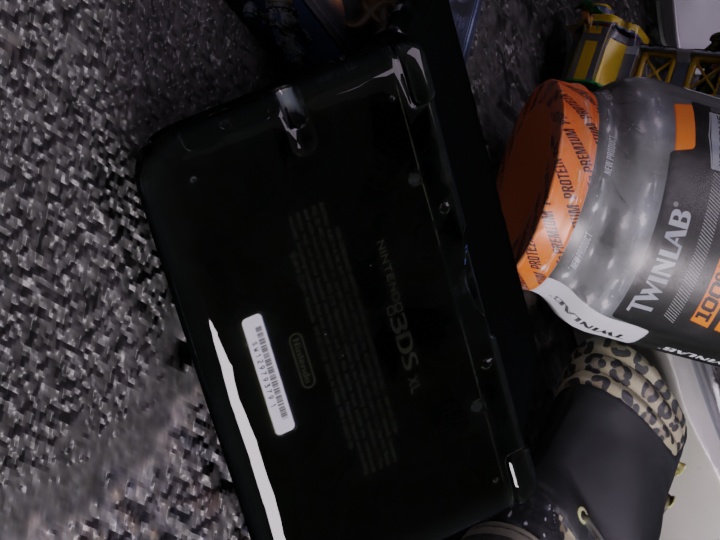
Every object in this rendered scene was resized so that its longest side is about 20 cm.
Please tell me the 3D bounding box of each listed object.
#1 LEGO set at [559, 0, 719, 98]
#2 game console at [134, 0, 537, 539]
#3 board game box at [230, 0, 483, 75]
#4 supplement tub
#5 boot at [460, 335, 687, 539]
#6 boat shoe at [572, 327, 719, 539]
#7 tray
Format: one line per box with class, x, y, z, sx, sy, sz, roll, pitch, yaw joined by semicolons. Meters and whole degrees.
LEGO set;0.203;-0.109;1.103;0.200;0.153;0.117;35;69;-43
game console;0.000;0.000;0.850;0.175;0.116;0.202;-23;112;-16
board game box;-0.013;-0.153;0.883;0.200;0.034;0.136;49;45;-41
supplement tub;0.168;-0.018;0.985;0.198;0.123;0.124;14;66;-12
boot;0.128;0.149;0.999;0.204;0.073;0.154;57;45;-29
boat shoe;0.162;0.084;1.086;0.068;0.072;0.202;-26;96;-53
tray;0.219;-0.168;1.260;0.199;0.022;0.109;-6;89;-58
